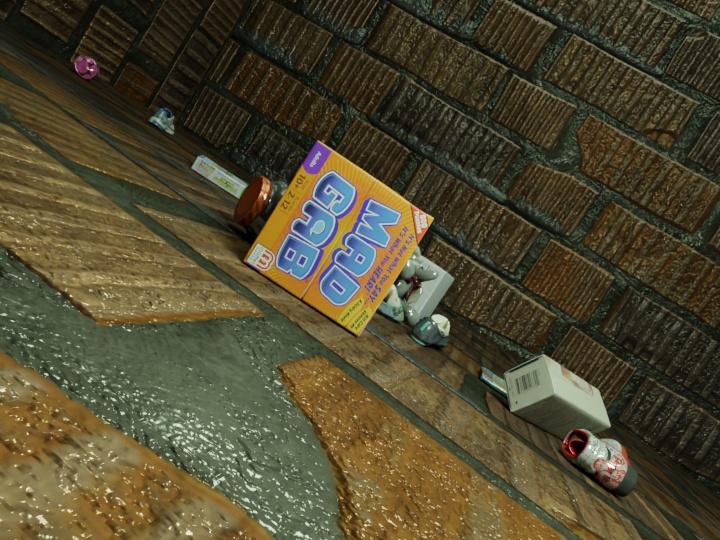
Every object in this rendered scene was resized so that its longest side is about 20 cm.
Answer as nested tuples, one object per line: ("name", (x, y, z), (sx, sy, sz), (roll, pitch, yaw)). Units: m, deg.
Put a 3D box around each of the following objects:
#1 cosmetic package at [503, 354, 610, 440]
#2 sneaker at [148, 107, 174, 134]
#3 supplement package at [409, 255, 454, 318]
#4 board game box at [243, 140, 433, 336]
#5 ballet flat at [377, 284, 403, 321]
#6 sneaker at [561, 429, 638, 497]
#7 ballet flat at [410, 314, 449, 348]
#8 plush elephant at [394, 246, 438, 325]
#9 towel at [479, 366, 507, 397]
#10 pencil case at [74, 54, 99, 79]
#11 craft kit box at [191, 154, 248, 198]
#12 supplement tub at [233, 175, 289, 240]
("cosmetic package", (0.383, 0.253, 1.120), (0.199, 0.103, 0.088), (33, 39, -31))
("sneaker", (-0.791, -0.613, 2.340), (0.077, 0.086, 0.200), (33, 3, -7))
("supplement package", (0.180, 0.050, 1.689), (0.110, 0.157, 0.200), (35, 4, 16))
("board game box", (-0.031, -0.051, 0.899), (0.199, 0.201, 0.200), (33, 4, -2))
("ballet flat", (0.038, 0.047, 1.216), (0.199, 0.075, 0.074), (29, 6, -36))
("sneaker", (0.409, 0.315, 1.014), (0.108, 0.068, 0.201), (36, 7, 8))
("ballet flat", (0.164, 0.130, 1.250), (0.073, 0.073, 0.200), (35, 4, 22))
("plush elephant", (0.116, 0.021, 1.413), (0.154, 0.167, 0.199), (-23, 21, -30))
("towel", (0.353, 0.283, 1.278), (0.199, 0.022, 0.147), (34, 4, 11))
("pencil case", (-1.104, -0.819, 2.307), (0.200, 0.090, 0.094), (37, -30, 60))
("craft kit box", (-0.400, -0.270, 1.703), (0.196, 0.049, 0.200), (30, 5, -16))
("supplement tub", (-0.130, -0.085, 1.081), (0.199, 0.123, 0.122), (30, 5, -31))
